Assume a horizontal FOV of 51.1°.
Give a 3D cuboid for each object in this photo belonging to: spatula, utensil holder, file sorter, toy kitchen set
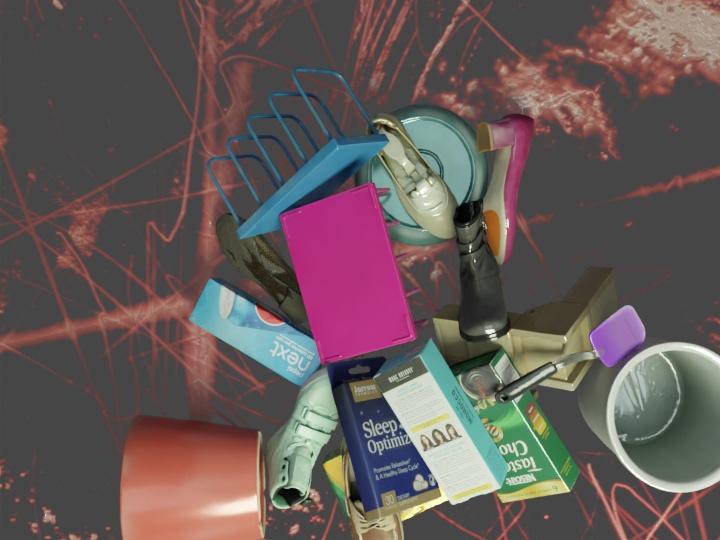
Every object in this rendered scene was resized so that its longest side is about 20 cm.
[{"bbox_3d":[0.247,0.112,0.903,0.197,0.021,0.057,-32,107,21],"label":"spatula"},{"bbox_3d":[0.374,0.171,0.967,0.165,0.200,0.176,0,89,4],"label":"utensil holder"},{"bbox_3d":[0.000,0.000,1.024,0.136,0.125,0.206,-16,91,20],"label":"file sorter"},{"bbox_3d":[0.238,0.106,1.050,0.196,0.180,0.167,5,121,40],"label":"toy kitchen set"},{"bbox_3d":[-0.090,-0.157,1.005,0.199,0.138,0.124,-38,80,30],"label":"file sorter"}]

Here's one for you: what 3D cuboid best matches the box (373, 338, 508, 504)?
[{"bbox_3d":[0.105,0.197,0.977,0.081,0.049,0.203,-28,96,32],"label":"box"}]

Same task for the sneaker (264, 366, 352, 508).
[{"bbox_3d":[-0.063,0.232,1.015,0.072,0.119,0.202,22,117,-23],"label":"sneaker"}]

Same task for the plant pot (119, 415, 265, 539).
[{"bbox_3d":[-0.219,0.297,1.029,0.172,0.200,0.207,-3,89,-5],"label":"plant pot"}]

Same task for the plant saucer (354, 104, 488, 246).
[{"bbox_3d":[0.087,-0.138,1.080,0.194,0.027,0.207,0,90,5],"label":"plant saucer"}]

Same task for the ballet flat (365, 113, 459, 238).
[{"bbox_3d":[0.072,-0.130,1.035,0.069,0.069,0.202,-37,87,3],"label":"ballet flat"}]

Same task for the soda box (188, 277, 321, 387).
[{"bbox_3d":[-0.141,0.088,1.077,0.197,0.064,0.069,30,92,3],"label":"soda box"}]

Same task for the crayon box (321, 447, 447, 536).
[{"bbox_3d":[0.058,0.279,1.062,0.196,0.058,0.121,-26,87,4],"label":"crayon box"}]

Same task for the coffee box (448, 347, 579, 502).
[{"bbox_3d":[0.188,0.209,0.997,0.122,0.044,0.203,-25,101,45],"label":"coffee box"}]

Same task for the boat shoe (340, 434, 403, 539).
[{"bbox_3d":[0.011,0.312,0.999,0.074,0.072,0.206,-15,88,5],"label":"boat shoe"}]

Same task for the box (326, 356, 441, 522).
[{"bbox_3d":[0.030,0.209,0.982,0.032,0.119,0.205,-33,68,41],"label":"box"}]

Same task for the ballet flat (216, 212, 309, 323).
[{"bbox_3d":[-0.133,-0.007,1.091,0.200,0.046,0.068,44,124,9],"label":"ballet flat"}]

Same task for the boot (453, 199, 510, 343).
[{"bbox_3d":[0.146,-0.005,0.977,0.068,0.201,0.135,-12,114,9],"label":"boot"}]

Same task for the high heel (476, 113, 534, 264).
[{"bbox_3d":[0.215,-0.115,1.063,0.094,0.067,0.206,-11,95,-27],"label":"high heel"}]
